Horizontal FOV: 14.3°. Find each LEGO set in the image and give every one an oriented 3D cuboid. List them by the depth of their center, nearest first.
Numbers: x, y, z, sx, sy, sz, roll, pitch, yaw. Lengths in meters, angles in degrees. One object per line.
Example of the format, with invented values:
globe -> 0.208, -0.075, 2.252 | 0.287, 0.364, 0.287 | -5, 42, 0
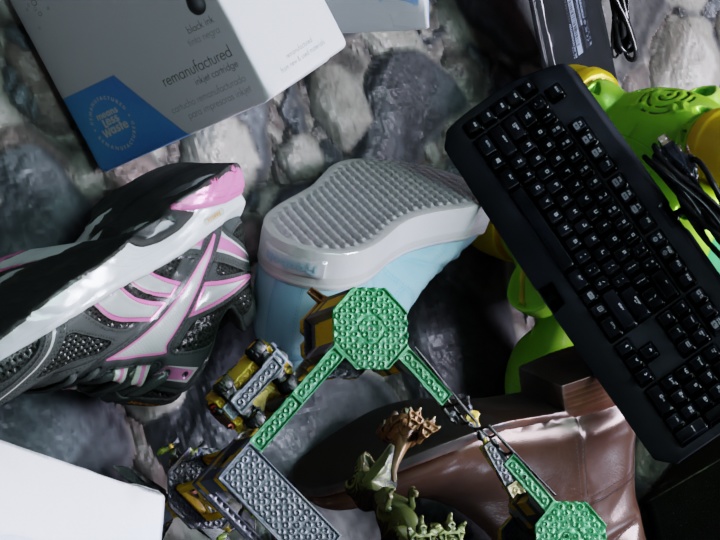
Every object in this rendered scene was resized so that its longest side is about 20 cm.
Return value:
LEGO set -> -0.002, 0.109, 1.271 | 0.200, 0.116, 0.154 | 39, 69, -13

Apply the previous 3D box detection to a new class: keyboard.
keyboard -> 0.129, -0.017, 1.353 | 0.201, 0.104, 0.040 | 56, -2, 16
keyboard -> 0.117, -0.140, 1.542 | 0.127, 0.020, 0.201 | -39, 121, -56

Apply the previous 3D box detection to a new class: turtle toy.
turtle toy -> 0.132, -0.007, 1.452 | 0.101, 0.145, 0.201 | 40, 79, -40

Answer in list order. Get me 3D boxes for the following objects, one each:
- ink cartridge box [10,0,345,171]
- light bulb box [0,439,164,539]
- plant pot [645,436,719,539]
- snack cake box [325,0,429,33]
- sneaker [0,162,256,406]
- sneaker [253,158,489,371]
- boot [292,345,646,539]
ink cartridge box -> -0.107, -0.158, 1.262 | 0.068, 0.116, 0.201 | -38, 103, -48
light bulb box -> -0.186, 0.160, 1.045 | 0.198, 0.124, 0.201 | 23, 60, -41
plant pot -> 0.272, 0.134, 1.529 | 0.178, 0.200, 0.199 | 51, 43, -2
snack cake box -> -0.025, -0.214, 1.365 | 0.067, 0.114, 0.201 | 76, 13, -68
sneaker -> -0.104, 0.025, 1.229 | 0.200, 0.080, 0.087 | -33, 111, -43
sneaker -> 0.000, 0.000, 1.373 | 0.200, 0.074, 0.082 | -22, 131, -58
boot -> 0.068, 0.155, 1.381 | 0.185, 0.064, 0.201 | -17, 111, -18
